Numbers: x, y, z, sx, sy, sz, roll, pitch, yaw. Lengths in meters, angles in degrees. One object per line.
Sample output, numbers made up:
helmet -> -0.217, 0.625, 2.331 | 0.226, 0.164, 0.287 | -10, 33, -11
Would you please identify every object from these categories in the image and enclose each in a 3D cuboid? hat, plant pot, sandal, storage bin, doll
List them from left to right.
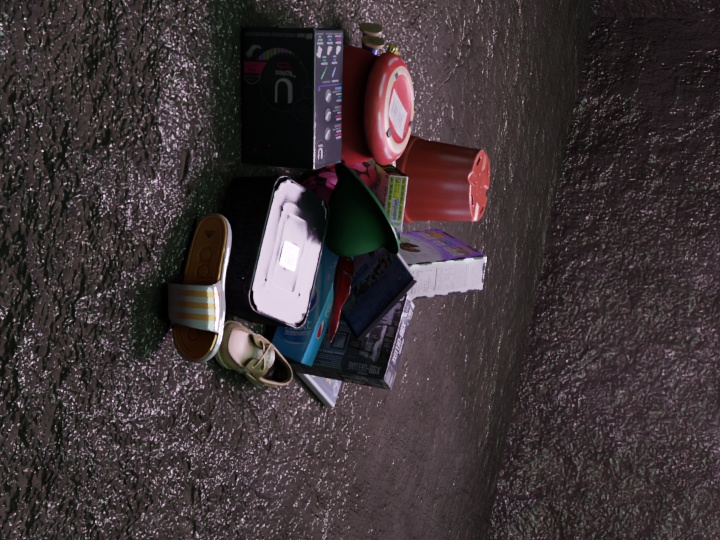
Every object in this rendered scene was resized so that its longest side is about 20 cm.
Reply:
sandal -> -0.223, 0.017, 1.232 | 0.059, 0.078, 0.210 | 37, 54, -63
storage bin -> -0.135, -0.027, 1.362 | 0.135, 0.093, 0.203 | 28, 70, -52
hat -> -0.050, -0.044, 1.431 | 0.175, 0.200, 0.167 | -35, 129, -9
plant pot -> -0.016, -0.270, 1.508 | 0.200, 0.180, 0.203 | 5, 90, -69
doll -> 0.004, -0.334, 1.655 | 0.201, 0.048, 0.138 | 102, -13, -45
plant pot -> 0.162, -0.187, 1.947 | 0.200, 0.193, 0.204 | 8, 90, -68

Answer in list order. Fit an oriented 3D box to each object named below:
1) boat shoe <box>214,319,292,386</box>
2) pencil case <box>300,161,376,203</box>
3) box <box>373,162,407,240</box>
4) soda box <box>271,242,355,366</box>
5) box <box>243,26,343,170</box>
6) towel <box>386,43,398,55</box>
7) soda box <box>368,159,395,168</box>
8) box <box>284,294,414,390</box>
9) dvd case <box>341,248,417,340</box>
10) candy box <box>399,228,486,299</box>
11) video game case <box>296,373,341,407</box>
boat shoe -> -0.161, 0.129, 1.418 | 0.200, 0.066, 0.075 | 47, 53, -62
pencil case -> -0.043, -0.143, 1.602 | 0.091, 0.093, 0.200 | -65, 170, 26
box -> 0.047, -0.128, 1.652 | 0.200, 0.034, 0.112 | -115, -149, -76
soda box -> -0.078, 0.051, 1.524 | 0.068, 0.063, 0.202 | 40, 71, -74
box -> -0.100, -0.259, 1.376 | 0.106, 0.121, 0.203 | -30, 124, -63
towel -> 0.029, -0.302, 1.659 | 0.086, 0.018, 0.202 | -15, 124, -83
soda box -> 0.038, -0.128, 1.809 | 0.064, 0.067, 0.202 | -82, 169, -64
box -> -0.023, 0.107, 1.574 | 0.050, 0.197, 0.159 | 58, 44, -58
dvd case -> 0.000, 0.000, 1.553 | 0.143, 0.201, 0.017 | -47, 140, 16
candy box -> 0.108, -0.013, 1.742 | 0.198, 0.168, 0.072 | -7, 113, -27
video game case -> -0.062, 0.135, 1.721 | 0.200, 0.023, 0.184 | 59, 43, -57
